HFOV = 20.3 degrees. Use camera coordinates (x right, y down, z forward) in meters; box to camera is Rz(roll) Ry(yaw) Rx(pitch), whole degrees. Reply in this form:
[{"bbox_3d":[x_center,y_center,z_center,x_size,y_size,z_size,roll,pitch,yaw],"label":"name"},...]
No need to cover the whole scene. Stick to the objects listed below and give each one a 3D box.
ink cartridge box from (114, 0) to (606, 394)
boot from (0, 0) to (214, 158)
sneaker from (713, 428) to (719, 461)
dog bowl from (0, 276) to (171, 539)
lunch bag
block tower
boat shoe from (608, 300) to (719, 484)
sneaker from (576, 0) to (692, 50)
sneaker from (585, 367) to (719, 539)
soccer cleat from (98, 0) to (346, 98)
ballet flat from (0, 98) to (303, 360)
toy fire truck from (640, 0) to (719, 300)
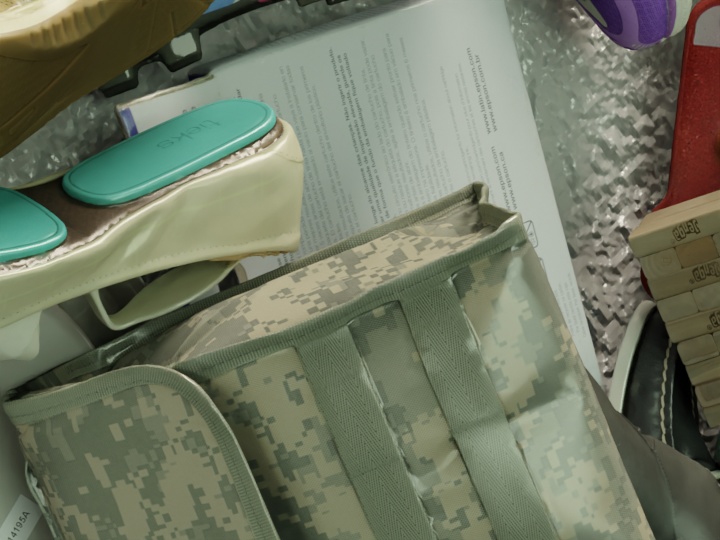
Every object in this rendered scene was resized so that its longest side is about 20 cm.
[{"bbox_3d":[0.000,0.000,0.826,0.199,0.040,0.202,-22,101,-35],"label":"ink cartridge box"},{"bbox_3d":[-0.158,-0.115,0.685,0.155,0.073,0.200,44,56,14],"label":"boot"},{"bbox_3d":[0.263,0.055,0.928,0.200,0.139,0.078,-43,113,-22],"label":"sneaker"},{"bbox_3d":[-0.158,0.070,0.734,0.198,0.059,0.202,-1,91,-30],"label":"dog bowl"},{"bbox_3d":[-0.011,0.083,0.707,0.198,0.118,0.165,-23,101,-1],"label":"lunch bag"},{"bbox_3d":[0.184,0.061,0.874,0.202,0.057,0.054,67,28,-10],"label":"block tower"},{"bbox_3d":[0.141,0.116,0.891,0.074,0.060,0.202,5,88,-63],"label":"boat shoe"},{"bbox_3d":[0.056,-0.161,0.853,0.200,0.081,0.084,43,72,-13],"label":"sneaker"},{"bbox_3d":[0.118,0.105,0.826,0.090,0.076,0.201,-33,103,-20],"label":"sneaker"},{"bbox_3d":[-0.037,-0.138,0.773,0.198,0.070,0.087,-23,94,-8],"label":"soccer cleat"},{"bbox_3d":[-0.104,-0.003,0.699,0.199,0.069,0.070,-19,99,-28],"label":"ballet flat"},{"bbox_3d":[0.233,-0.053,0.899,0.198,0.112,0.170,8,97,12],"label":"toy fire truck"}]
